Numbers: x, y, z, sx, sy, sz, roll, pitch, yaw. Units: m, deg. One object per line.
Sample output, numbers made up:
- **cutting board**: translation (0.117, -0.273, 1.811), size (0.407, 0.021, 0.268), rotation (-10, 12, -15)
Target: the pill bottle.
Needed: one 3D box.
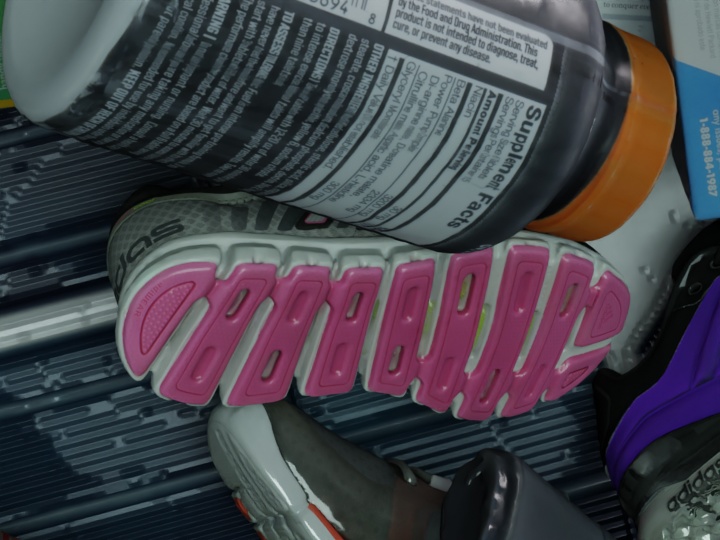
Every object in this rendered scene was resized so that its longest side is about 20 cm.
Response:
- **pill bottle**: translation (0.001, -0.067, 0.665), size (0.200, 0.106, 0.106), rotation (17, 91, -30)

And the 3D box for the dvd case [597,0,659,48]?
- **dvd case**: translation (0.154, -0.174, 0.766), size (0.150, 0.025, 0.200), rotation (3, 93, -3)

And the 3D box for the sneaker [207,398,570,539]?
- **sneaker**: translation (0.031, 0.098, 0.765), size (0.200, 0.077, 0.082), rotation (45, 77, -18)

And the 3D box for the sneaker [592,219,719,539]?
- **sneaker**: translation (0.157, 0.012, 0.745), size (0.200, 0.100, 0.070), rotation (-39, 142, 19)

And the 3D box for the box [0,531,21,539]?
- **box**: translation (-0.059, 0.146, 0.748), size (0.200, 0.075, 0.050), rotation (23, 88, -7)

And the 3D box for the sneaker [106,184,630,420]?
- **sneaker**: translation (0.000, 0.000, 0.749), size (0.200, 0.087, 0.074), rotation (1, 121, -28)

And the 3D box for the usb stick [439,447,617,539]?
- **usb stick**: translation (0.098, 0.129, 0.737), size (0.033, 0.056, 0.200), rotation (-26, 128, 34)

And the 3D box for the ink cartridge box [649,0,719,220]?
- **ink cartridge box**: translation (0.197, -0.096, 0.712), size (0.200, 0.068, 0.115), rotation (-9, 116, 4)

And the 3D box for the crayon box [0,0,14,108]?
- **crayon box**: translation (-0.095, -0.118, 0.700), size (0.200, 0.052, 0.126), rotation (-9, 137, -7)
